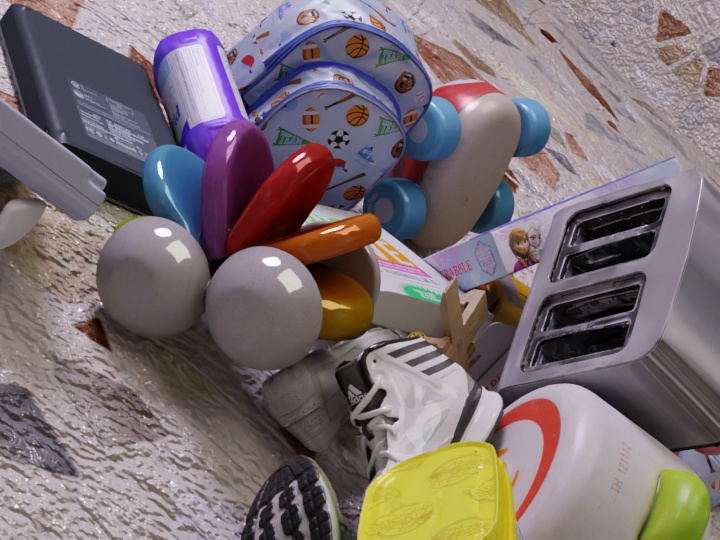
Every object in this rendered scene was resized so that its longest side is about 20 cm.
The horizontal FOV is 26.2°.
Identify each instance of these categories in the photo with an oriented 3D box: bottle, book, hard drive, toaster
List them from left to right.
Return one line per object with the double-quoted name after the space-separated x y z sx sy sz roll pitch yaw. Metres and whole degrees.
-0.213 -0.128 1.249 0.139 0.033 0.201 24 27 -38 "hard drive"
-0.122 -0.107 1.296 0.065 0.084 0.201 -14 60 -12 "bottle"
0.000 0.000 1.282 0.133 0.048 0.200 15 15 -41 "book"
0.209 0.041 1.138 0.119 0.199 0.182 40 55 -28 "toaster"

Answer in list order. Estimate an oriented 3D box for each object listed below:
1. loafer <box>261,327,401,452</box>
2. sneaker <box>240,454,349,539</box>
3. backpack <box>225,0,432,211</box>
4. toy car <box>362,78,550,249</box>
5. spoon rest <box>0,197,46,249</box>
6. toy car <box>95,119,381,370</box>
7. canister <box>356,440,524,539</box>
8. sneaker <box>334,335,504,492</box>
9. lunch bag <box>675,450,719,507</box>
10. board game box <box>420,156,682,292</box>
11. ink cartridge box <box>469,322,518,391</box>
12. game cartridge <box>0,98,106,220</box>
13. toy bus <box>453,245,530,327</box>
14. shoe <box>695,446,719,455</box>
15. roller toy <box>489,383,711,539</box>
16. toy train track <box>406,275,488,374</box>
-0.009 0.090 1.149 0.070 0.070 0.200 60 25 5 "loafer"
-0.011 0.204 0.927 0.088 0.077 0.201 33 28 -48 "sneaker"
-0.034 -0.159 1.405 0.199 0.191 0.154 25 27 -39 "backpack"
0.052 -0.140 1.577 0.184 0.178 0.200 -7 38 -48 "toy car"
-0.294 -0.069 0.981 0.199 0.061 0.099 34 17 16 "spoon rest"
-0.078 -0.027 1.078 0.199 0.151 0.175 15 16 17 "toy car"
0.074 0.220 0.890 0.149 0.086 0.201 -78 148 -72 "canister"
0.011 0.124 1.029 0.115 0.076 0.201 41 48 -10 "sneaker"
0.341 0.163 1.602 0.160 0.076 0.200 47 22 19 "lunch bag"
0.153 -0.029 1.344 0.199 0.199 0.041 -21 89 -26 "board game box"
0.149 0.117 1.293 0.199 0.116 0.068 16 33 -47 "ink cartridge box"
-0.246 -0.096 1.012 0.133 0.041 0.200 43 -7 -25 "game cartridge"
0.150 0.056 1.486 0.199 0.065 0.079 30 25 -29 "toy bus"
0.241 0.068 1.295 0.091 0.071 0.201 22 34 -44 "shoe"
0.130 0.179 1.050 0.139 0.200 0.183 36 11 -14 "roller toy"
0.044 0.079 1.149 0.032 0.115 0.200 7 37 25 "toy train track"
